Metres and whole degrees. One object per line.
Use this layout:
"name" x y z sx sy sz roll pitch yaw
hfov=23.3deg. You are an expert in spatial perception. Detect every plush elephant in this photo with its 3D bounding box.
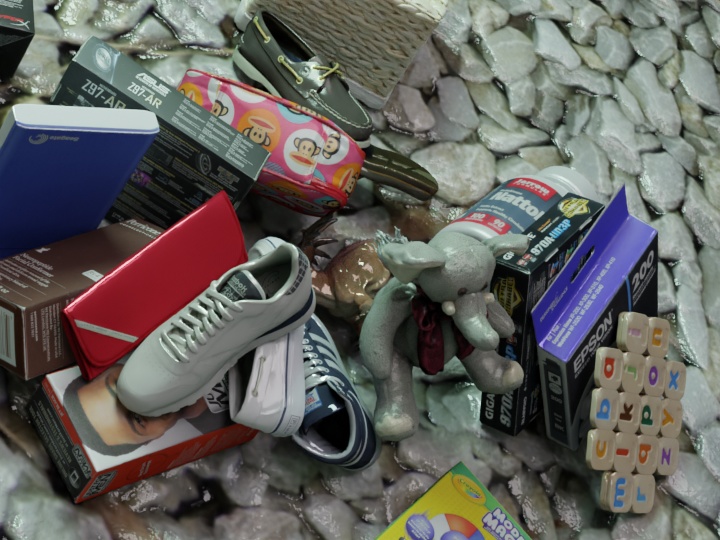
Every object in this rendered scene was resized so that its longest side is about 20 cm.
"plush elephant" 0.081 0.032 1.598 0.164 0.155 0.201 -13 77 -26

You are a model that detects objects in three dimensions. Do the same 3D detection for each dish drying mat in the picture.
"dish drying mat" -0.176 0.012 1.523 0.200 0.018 0.077 -38 124 -34

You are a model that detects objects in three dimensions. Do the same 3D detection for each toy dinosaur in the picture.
"toy dinosaur" 0.000 0.000 1.741 0.199 0.086 0.136 -11 63 -39

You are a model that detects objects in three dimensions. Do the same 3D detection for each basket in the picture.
"basket" -0.005 -0.329 1.934 0.199 0.161 0.199 29 47 -10

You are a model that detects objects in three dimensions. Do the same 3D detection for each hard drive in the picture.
"hard drive" -0.274 -0.073 1.532 0.131 0.200 0.025 0 58 -33

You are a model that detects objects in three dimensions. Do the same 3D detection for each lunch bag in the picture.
"lunch bag" -0.101 -0.123 1.721 0.199 0.176 0.082 24 83 -8

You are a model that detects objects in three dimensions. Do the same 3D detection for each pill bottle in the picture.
"pill bottle" 0.169 -0.033 1.853 0.120 0.120 0.200 47 45 6

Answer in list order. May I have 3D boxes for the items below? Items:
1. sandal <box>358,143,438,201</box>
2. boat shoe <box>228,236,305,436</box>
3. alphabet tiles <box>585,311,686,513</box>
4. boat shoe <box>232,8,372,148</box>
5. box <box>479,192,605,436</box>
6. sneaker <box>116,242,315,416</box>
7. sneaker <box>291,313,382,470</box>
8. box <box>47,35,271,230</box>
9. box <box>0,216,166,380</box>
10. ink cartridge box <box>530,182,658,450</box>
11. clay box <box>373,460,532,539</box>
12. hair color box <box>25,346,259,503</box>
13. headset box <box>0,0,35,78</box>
"sandal" -0.015 -0.114 1.834 0.199 0.055 0.082 24 23 -3
"boat shoe" -0.090 0.051 1.565 0.066 0.074 0.201 14 49 -31
"alphabet tiles" 0.280 0.146 1.774 0.195 0.015 0.201 11 84 -54
"boat shoe" -0.056 -0.201 1.827 0.201 0.061 0.072 41 30 28
"box" 0.183 0.044 1.753 0.046 0.201 0.159 21 38 27
"sneaker" -0.128 0.046 1.494 0.200 0.081 0.076 -37 70 -14
"sneaker" -0.053 0.097 1.611 0.200 0.070 0.108 55 7 11
"box" -0.205 -0.105 1.632 0.199 0.160 0.044 33 45 -7
"box" -0.244 0.021 1.544 0.100 0.075 0.199 23 30 38
"ink cartridge box" 0.242 0.047 1.768 0.043 0.201 0.198 20 55 28
"clay box" 0.082 0.263 1.623 0.115 0.048 0.200 47 46 6
"hair color box" -0.183 0.122 1.545 0.199 0.061 0.102 -17 68 -40
"headset box" -0.402 -0.300 1.707 0.148 0.075 0.201 9 53 -28
